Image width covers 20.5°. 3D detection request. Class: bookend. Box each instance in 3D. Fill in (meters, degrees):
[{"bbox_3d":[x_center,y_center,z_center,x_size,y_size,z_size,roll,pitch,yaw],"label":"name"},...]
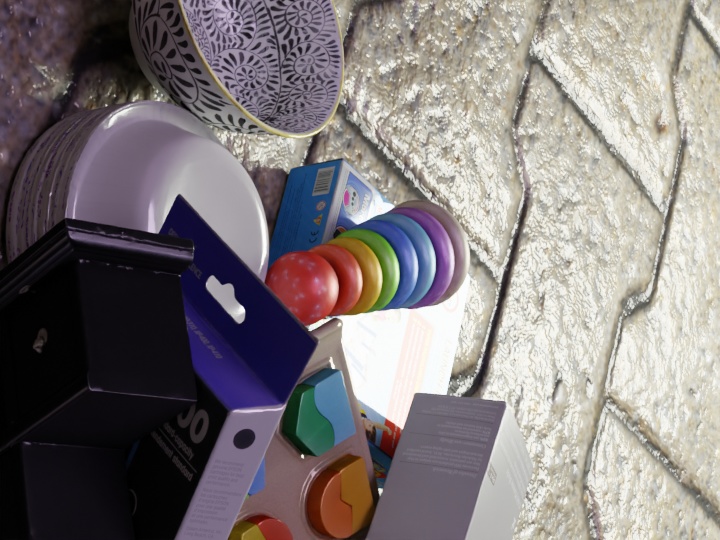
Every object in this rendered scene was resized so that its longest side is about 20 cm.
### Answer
[{"bbox_3d":[-0.178,0.105,1.182,0.092,0.199,0.201,9,61,-39],"label":"bookend"}]

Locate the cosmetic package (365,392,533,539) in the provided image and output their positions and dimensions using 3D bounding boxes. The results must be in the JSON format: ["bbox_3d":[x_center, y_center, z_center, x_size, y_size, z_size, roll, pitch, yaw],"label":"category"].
[{"bbox_3d":[0.062,0.206,1.533,0.107,0.090,0.201,64,36,-52],"label":"cosmetic package"}]

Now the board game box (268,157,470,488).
[{"bbox_3d":[-0.001,0.046,1.603,0.196,0.056,0.201,41,53,-43],"label":"board game box"}]

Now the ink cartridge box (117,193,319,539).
[{"bbox_3d":[-0.124,0.078,1.232,0.043,0.198,0.200,13,110,-39],"label":"ink cartridge box"}]

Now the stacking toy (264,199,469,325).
[{"bbox_3d":[0.000,0.000,1.485,0.200,0.085,0.086,-16,97,-56],"label":"stacking toy"}]

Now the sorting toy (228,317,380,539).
[{"bbox_3d":[-0.057,0.157,1.465,0.185,0.036,0.201,-29,118,-39],"label":"sorting toy"}]

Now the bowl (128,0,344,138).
[{"bbox_3d":[-0.108,-0.179,1.456,0.201,0.094,0.201,33,48,-47],"label":"bowl"}]

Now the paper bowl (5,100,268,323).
[{"bbox_3d":[-0.142,-0.019,1.384,0.200,0.104,0.202,11,76,-53],"label":"paper bowl"}]
